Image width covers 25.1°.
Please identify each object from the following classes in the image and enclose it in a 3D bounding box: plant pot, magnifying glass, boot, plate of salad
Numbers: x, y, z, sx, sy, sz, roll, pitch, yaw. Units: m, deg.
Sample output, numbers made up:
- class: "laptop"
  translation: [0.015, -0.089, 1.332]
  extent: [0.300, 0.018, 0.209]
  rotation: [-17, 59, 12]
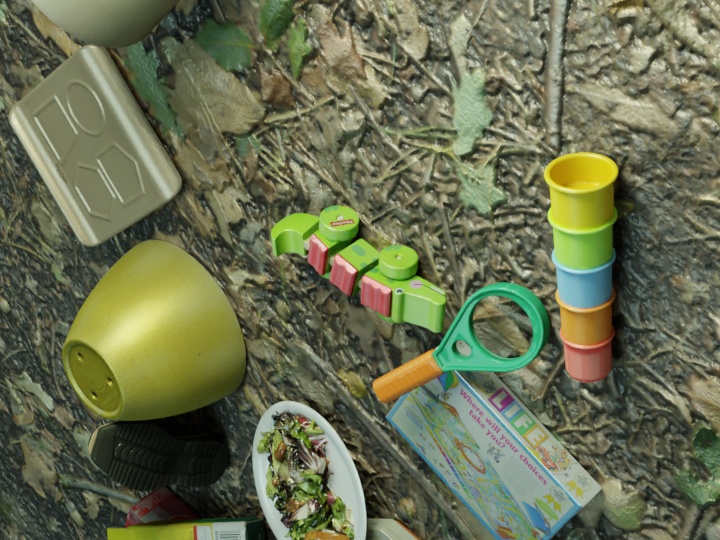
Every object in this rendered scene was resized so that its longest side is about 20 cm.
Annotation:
- class: "plant pot"
  translation: [-0.188, -0.326, 1.435]
  extent: [0.199, 0.187, 0.188]
  rotation: [-27, 96, 38]
- class: "plant pot"
  translation: [-0.245, 0.087, 1.798]
  extent: [0.199, 0.142, 0.201]
  rotation: [26, 133, 32]
- class: "magnifying glass"
  translation: [0.089, 0.074, 1.485]
  extent: [0.199, 0.022, 0.080]
  rotation: [-31, 93, 34]
- class: "boot"
  translation: [-0.268, 0.199, 1.877]
  extent: [0.138, 0.199, 0.078]
  rotation: [21, 88, 40]
- class: "plate of salad"
  translation: [-0.065, 0.243, 1.766]
  extent: [0.199, 0.048, 0.202]
  rotation: [22, 119, 46]

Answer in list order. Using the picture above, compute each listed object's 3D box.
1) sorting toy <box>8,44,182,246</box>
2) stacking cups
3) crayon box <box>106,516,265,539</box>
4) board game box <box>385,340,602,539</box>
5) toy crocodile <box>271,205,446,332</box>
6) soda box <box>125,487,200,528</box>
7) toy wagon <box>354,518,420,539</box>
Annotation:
- class: "sorting toy"
  translation: [-0.290, -0.136, 1.780]
  extent: [0.199, 0.036, 0.186]
  rotation: [-25, 97, 47]
- class: "stacking cups"
  translation: [0.190, 0.001, 1.348]
  extent: [0.060, 0.060, 0.201]
  rotation: [21, 136, 36]
- class: "crayon box"
  translation: [-0.207, 0.363, 1.939]
  extent: [0.198, 0.051, 0.128]
  rotation: [-5, 87, 26]
- class: "board game box"
  translation: [0.124, 0.174, 1.550]
  extent: [0.200, 0.034, 0.135]
  rotation: [47, 141, 12]
- class: "toy crocodile"
  translation: [0.000, 0.000, 1.537]
  extent: [0.199, 0.062, 0.068]
  rotation: [33, 137, 26]
- class: "soda box"
  translation: [-0.205, 0.362, 2.015]
  extent: [0.200, 0.063, 0.070]
  rotation: [39, 138, 22]
- class: "toy wagon"
  translation: [0.045, 0.364, 1.768]
  extent: [0.155, 0.039, 0.201]
  rotation: [-8, 110, 50]
